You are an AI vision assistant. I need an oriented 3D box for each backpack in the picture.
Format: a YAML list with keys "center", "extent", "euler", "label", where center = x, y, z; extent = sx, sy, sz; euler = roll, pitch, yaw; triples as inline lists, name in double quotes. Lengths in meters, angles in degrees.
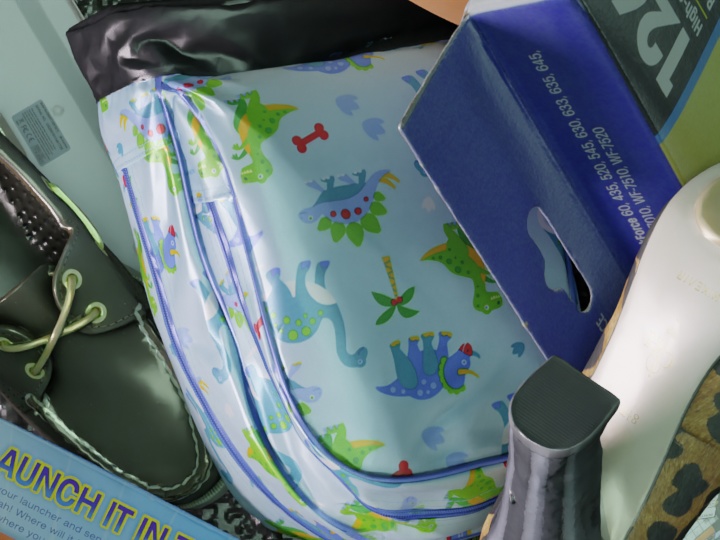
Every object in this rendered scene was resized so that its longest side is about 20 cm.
- center: [0.000, 0.000, 0.854]
  extent: [0.163, 0.154, 0.200]
  euler: [-8, 97, -27]
  label: "backpack"

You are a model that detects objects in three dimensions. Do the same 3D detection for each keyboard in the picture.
- center: [-0.113, -0.056, 0.921]
  extent: [0.056, 0.011, 0.200]
  euler: [-31, 84, 2]
  label: "keyboard"

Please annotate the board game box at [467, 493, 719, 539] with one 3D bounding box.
- center: [0.070, 0.144, 0.889]
  extent: [0.105, 0.023, 0.200]
  euler: [34, 84, 2]
  label: "board game box"

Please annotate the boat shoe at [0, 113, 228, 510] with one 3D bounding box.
- center: [-0.120, 0.007, 0.883]
  extent: [0.072, 0.060, 0.202]
  euler: [-41, 84, 8]
  label: "boat shoe"

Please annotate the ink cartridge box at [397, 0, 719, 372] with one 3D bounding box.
- center: [0.109, -0.060, 0.809]
  extent: [0.047, 0.198, 0.200]
  euler: [5, 56, 36]
  label: "ink cartridge box"

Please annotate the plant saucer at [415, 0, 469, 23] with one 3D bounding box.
- center: [0.034, -0.160, 0.862]
  extent: [0.200, 0.032, 0.201]
  euler: [19, 48, -23]
  label: "plant saucer"

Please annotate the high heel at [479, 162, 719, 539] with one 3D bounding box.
- center: [0.117, 0.038, 0.800]
  extent: [0.200, 0.143, 0.071]
  euler: [-34, 60, -23]
  label: "high heel"

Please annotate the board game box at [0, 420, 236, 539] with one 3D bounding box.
- center: [-0.142, 0.153, 0.824]
  extent: [0.200, 0.056, 0.196]
  euler: [28, 68, -7]
  label: "board game box"
